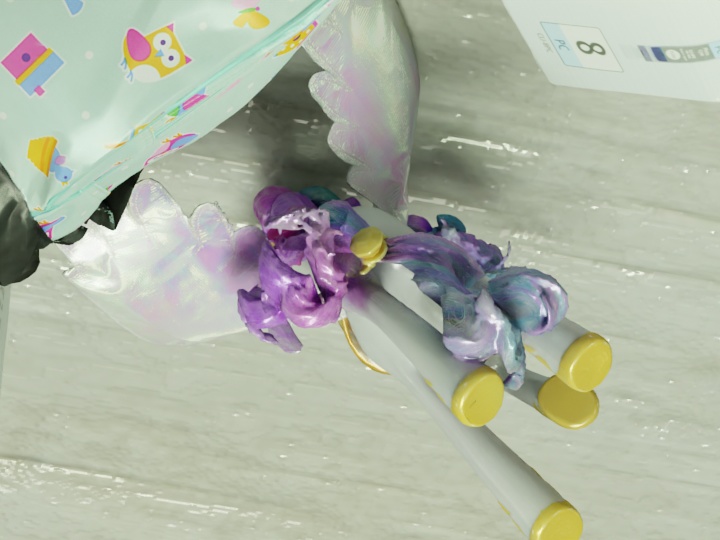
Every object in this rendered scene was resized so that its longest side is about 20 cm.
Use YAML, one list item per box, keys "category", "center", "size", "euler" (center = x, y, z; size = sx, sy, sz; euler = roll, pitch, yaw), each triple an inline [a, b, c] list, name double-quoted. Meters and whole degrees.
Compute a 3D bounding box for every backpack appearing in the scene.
- category: "backpack"
  center: [-0.081, -0.104, 0.926]
  size: [0.200, 0.127, 0.167]
  euler: [-34, 102, -1]

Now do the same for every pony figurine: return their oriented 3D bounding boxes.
- category: "pony figurine"
  center: [0.000, 0.000, 1.060]
  size: [0.167, 0.200, 0.193]
  euler: [-45, 142, -10]

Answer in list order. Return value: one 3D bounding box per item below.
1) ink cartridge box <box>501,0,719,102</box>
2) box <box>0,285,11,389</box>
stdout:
- category: "ink cartridge box"
  center: [0.124, -0.118, 0.953]
  size: [0.200, 0.047, 0.160]
  euler: [11, 149, 36]
- category: "box"
  center: [-0.256, -0.008, 1.057]
  size: [0.199, 0.171, 0.200]
  euler: [-10, 139, 12]
